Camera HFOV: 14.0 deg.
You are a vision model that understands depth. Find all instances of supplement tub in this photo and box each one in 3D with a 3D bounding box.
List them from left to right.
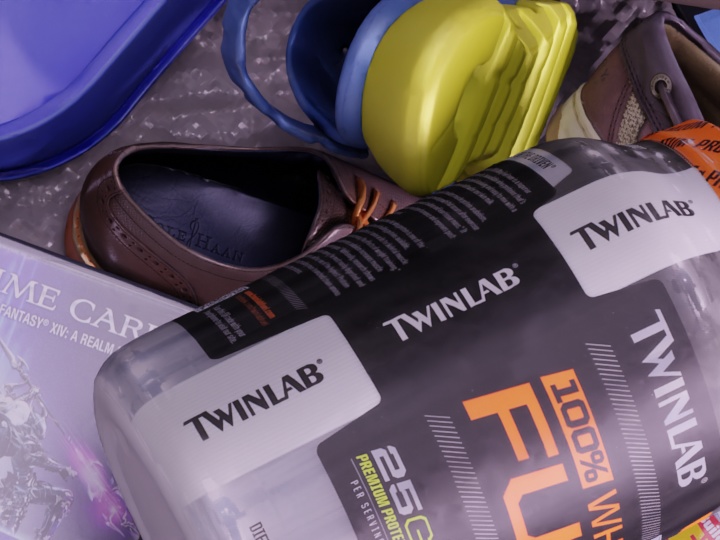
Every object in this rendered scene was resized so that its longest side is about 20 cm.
[{"bbox_3d":[0.032,0.040,0.858,0.199,0.123,0.123,-26,79,-12],"label":"supplement tub"}]

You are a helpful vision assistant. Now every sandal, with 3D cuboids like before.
[{"bbox_3d":[0.015,-0.066,0.946,0.087,0.200,0.080,22,90,15],"label":"sandal"}]

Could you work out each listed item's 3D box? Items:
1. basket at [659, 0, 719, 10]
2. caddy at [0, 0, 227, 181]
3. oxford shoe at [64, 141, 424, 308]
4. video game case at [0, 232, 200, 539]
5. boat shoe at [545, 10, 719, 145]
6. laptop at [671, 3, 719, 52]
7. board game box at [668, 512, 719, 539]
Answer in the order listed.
[{"bbox_3d":[0.095,-0.157,0.974,0.199,0.136,0.181,1,44,-22],"label":"basket"},{"bbox_3d":[-0.113,-0.124,0.994,0.141,0.105,0.200,42,89,2],"label":"caddy"},{"bbox_3d":[0.000,0.000,1.002,0.199,0.073,0.072,10,69,-10],"label":"oxford shoe"},{"bbox_3d":[-0.144,0.084,0.957,0.142,0.019,0.201,20,76,-6],"label":"video game case"},{"bbox_3d":[0.146,-0.004,0.948,0.200,0.065,0.072,45,37,19],"label":"boat shoe"},{"bbox_3d":[0.239,-0.051,1.021,0.177,0.199,0.104,-21,115,-46],"label":"laptop"},{"bbox_3d":[0.080,0.153,0.953,0.199,0.062,0.201,-24,78,-5],"label":"board game box"}]
